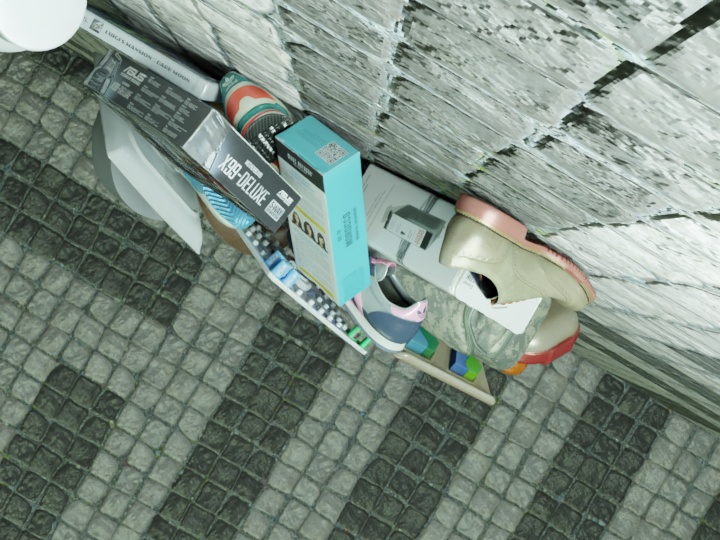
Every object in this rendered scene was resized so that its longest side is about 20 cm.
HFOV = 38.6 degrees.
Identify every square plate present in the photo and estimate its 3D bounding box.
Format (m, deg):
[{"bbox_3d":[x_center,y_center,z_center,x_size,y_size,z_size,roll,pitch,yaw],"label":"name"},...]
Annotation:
[{"bbox_3d":[-0.253,-0.147,1.256,0.200,0.028,0.199,54,-168,-48],"label":"square plate"}]

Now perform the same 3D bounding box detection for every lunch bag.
[{"bbox_3d":[0.130,0.025,1.387,0.199,0.140,0.167,33,178,40],"label":"lunch bag"}]

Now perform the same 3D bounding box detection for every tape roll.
[{"bbox_3d":[-0.267,-0.174,1.417,0.066,0.201,0.200,31,-179,44],"label":"tape roll"}]

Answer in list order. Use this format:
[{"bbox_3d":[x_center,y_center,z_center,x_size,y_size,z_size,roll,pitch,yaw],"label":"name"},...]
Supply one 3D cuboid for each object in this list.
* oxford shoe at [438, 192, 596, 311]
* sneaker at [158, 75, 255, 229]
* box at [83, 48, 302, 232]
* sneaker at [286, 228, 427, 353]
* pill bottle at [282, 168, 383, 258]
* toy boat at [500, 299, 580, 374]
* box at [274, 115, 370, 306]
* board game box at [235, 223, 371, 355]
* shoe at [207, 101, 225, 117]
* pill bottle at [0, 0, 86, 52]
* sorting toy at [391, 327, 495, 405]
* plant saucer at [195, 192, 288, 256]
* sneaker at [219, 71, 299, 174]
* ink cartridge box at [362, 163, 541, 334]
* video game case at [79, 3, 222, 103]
[{"bbox_3d":[0.143,0.001,0.954,0.199,0.075,0.070,30,180,-35],"label":"oxford shoe"},{"bbox_3d":[-0.184,-0.134,1.213,0.201,0.076,0.081,57,155,6],"label":"sneaker"},{"bbox_3d":[-0.170,-0.132,1.037,0.199,0.050,0.158,33,172,41],"label":"box"},{"bbox_3d":[0.000,0.000,1.209,0.200,0.082,0.070,44,-150,11],"label":"sneaker"},{"bbox_3d":[-0.047,-0.092,1.298,0.199,0.115,0.114,31,180,8],"label":"pill bottle"},{"bbox_3d":[0.221,0.094,1.509,0.130,0.132,0.199,-24,-143,-31],"label":"toy boat"},{"bbox_3d":[-0.037,-0.060,1.092,0.082,0.049,0.201,40,152,32],"label":"box"},{"bbox_3d":[-0.081,-0.003,1.276,0.200,0.026,0.200,42,-174,-42],"label":"board game box"},{"bbox_3d":[-0.152,-0.175,1.238,0.199,0.054,0.070,36,-160,17],"label":"shoe"},{"bbox_3d":[-0.312,-0.249,0.869,0.199,0.112,0.111,31,-179,42],"label":"pill bottle"},{"bbox_3d":[0.113,0.096,1.517,0.184,0.037,0.201,28,-155,-24],"label":"sorting toy"},{"bbox_3d":[-0.137,-0.121,1.383,0.036,0.202,0.200,-13,149,40],"label":"plant saucer"},{"bbox_3d":[-0.096,-0.152,1.120,0.094,0.070,0.200,56,-176,20],"label":"sneaker"},{"bbox_3d":[0.093,-0.025,1.127,0.146,0.083,0.199,30,-178,-45],"label":"ink cartridge box"},{"bbox_3d":[-0.223,-0.236,1.113,0.181,0.023,0.200,30,-171,0],"label":"video game case"}]
